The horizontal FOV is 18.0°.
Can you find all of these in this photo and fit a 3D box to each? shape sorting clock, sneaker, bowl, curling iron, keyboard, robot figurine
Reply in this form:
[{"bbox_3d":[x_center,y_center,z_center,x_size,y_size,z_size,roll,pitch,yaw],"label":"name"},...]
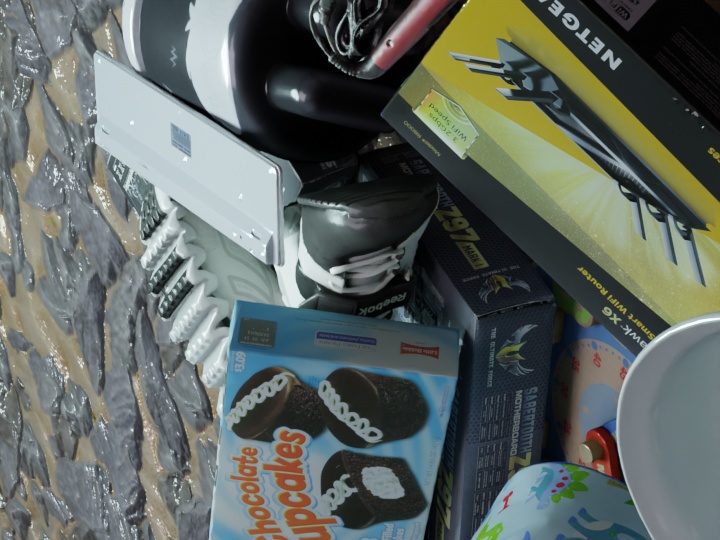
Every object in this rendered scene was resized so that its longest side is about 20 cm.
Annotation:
[{"bbox_3d":[0.130,0.086,1.163,0.200,0.039,0.201,36,137,42],"label":"shape sorting clock"},{"bbox_3d":[-0.060,0.029,1.279,0.201,0.081,0.075,63,156,2],"label":"sneaker"},{"bbox_3d":[0.213,0.080,0.948,0.200,0.090,0.202,29,139,28],"label":"bowl"},{"bbox_3d":[0.045,-0.147,1.006,0.050,0.026,0.200,41,131,-16],"label":"curling iron"},{"bbox_3d":[-0.095,-0.063,1.218,0.200,0.011,0.057,34,126,48],"label":"keyboard"},{"bbox_3d":[0.000,0.000,1.157,0.200,0.073,0.089,157,104,-78],"label":"sneaker"},{"bbox_3d":[-0.046,-0.128,1.229,0.200,0.150,0.125,23,152,53],"label":"robot figurine"}]

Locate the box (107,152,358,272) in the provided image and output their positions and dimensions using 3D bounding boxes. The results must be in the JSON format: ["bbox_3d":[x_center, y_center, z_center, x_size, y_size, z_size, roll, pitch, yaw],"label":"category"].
[{"bbox_3d":[-0.084,-0.066,1.408,0.161,0.043,0.200,56,148,20],"label":"box"}]

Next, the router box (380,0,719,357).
[{"bbox_3d":[0.121,-0.052,1.009,0.200,0.052,0.157,43,147,2],"label":"router box"}]

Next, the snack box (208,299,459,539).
[{"bbox_3d":[-0.018,0.101,1.187,0.201,0.115,0.037,98,178,-47],"label":"snack box"}]

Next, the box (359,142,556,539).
[{"bbox_3d":[0.046,0.054,1.235,0.158,0.051,0.201,-123,27,-49],"label":"box"}]

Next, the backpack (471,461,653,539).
[{"bbox_3d":[0.123,0.199,1.078,0.199,0.147,0.184,31,139,11],"label":"backpack"}]
